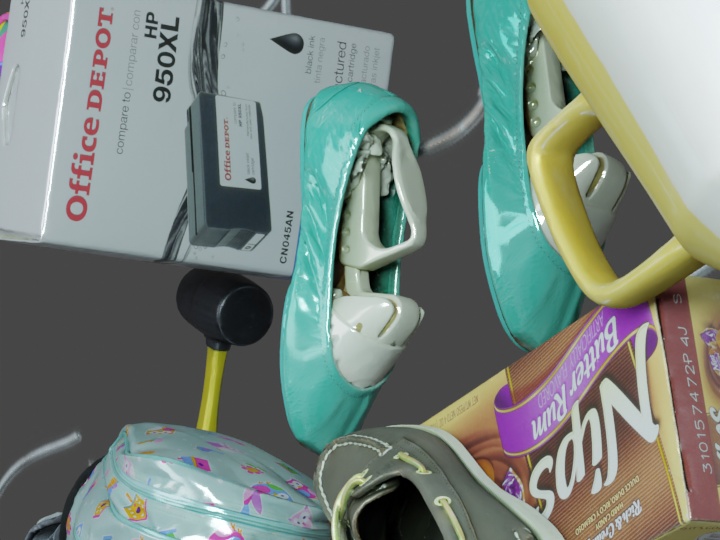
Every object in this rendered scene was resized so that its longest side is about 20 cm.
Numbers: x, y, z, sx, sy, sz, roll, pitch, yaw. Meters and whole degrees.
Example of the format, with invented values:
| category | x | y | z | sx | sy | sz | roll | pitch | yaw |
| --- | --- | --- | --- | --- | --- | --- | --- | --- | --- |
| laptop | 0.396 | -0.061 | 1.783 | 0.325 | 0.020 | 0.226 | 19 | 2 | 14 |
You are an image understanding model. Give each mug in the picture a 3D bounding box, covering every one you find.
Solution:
| category | x | y | z | sx | sy | sz | roll | pitch | yaw |
| --- | --- | --- | --- | --- | --- | --- | --- | --- | --- |
| mug | 0.161 | -0.070 | 1.063 | 0.187 | 0.149 | 0.153 | 98 | 154 | -60 |

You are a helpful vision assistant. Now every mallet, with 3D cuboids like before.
| category | x | y | z | sx | sy | sz | roll | pitch | yaw |
| --- | --- | --- | --- | --- | --- | --- | --- | --- | --- |
| mallet | -0.096 | 0.094 | 1.546 | 0.066 | 0.041 | 0.201 | 36 | 119 | 57 |

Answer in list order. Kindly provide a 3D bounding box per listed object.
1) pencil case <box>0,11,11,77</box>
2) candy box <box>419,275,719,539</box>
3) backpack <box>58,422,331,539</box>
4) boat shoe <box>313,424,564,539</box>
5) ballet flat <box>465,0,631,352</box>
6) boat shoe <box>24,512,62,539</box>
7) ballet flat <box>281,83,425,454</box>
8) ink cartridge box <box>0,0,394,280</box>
| category | x | y | z | sx | sy | sz | roll | pitch | yaw |
| --- | --- | --- | --- | --- | --- | --- | --- | --- | --- |
| pencil case | -0.131 | -0.084 | 1.491 | 0.088 | 0.200 | 0.089 | -40 | 41 | 47 |
| candy box | 0.104 | 0.093 | 1.180 | 0.200 | 0.056 | 0.117 | -38 | 51 | 52 |
| backpack | -0.085 | 0.149 | 1.335 | 0.200 | 0.166 | 0.127 | -138 | 57 | -83 |
| boat shoe | 0.024 | 0.116 | 1.199 | 0.202 | 0.060 | 0.072 | 28 | 108 | 60 |
| ballet flat | 0.092 | -0.061 | 1.231 | 0.070 | 0.067 | 0.201 | -20 | 67 | 41 |
| boat shoe | -0.158 | 0.176 | 1.571 | 0.200 | 0.068 | 0.072 | -176 | 85 | -67 |
| ballet flat | 0.000 | 0.000 | 1.361 | 0.070 | 0.067 | 0.201 | 0 | 85 | 43 |
| ink cartridge box | -0.093 | -0.074 | 1.412 | 0.084 | 0.200 | 0.145 | 7 | 90 | 60 |
